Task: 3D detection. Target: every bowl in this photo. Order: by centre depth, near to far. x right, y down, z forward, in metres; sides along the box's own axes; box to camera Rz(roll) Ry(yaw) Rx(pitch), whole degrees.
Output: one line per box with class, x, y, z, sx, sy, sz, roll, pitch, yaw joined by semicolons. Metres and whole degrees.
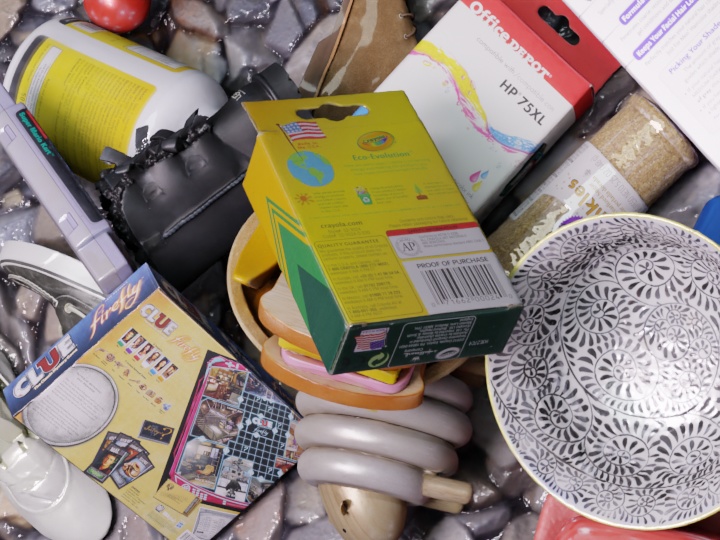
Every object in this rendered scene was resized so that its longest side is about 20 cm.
bowl;0.188;0.057;1.274;0.199;0.094;0.203;5;100;26

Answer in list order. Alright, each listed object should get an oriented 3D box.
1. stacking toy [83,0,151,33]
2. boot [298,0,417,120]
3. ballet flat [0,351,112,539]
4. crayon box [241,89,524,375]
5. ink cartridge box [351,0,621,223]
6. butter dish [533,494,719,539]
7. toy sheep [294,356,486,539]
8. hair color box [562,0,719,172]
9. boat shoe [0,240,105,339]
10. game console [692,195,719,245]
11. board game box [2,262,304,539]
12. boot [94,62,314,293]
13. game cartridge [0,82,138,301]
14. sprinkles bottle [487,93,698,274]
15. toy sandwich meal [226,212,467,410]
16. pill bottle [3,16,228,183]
stacking toy;-0.160;-0.279;1.579;0.085;0.085;0.201;23;80;25
boot;0.018;-0.191;1.509;0.075;0.074;0.202;21;85;5
ballet flat;-0.263;0.130;1.508;0.069;0.069;0.200;-42;64;4
crayon box;0.007;-0.029;1.275;0.126;0.051;0.201;-5;50;-25
ink cartridge box;0.088;-0.123;1.435;0.116;0.067;0.200;43;92;9
butter dish;0.177;0.234;1.260;0.198;0.148;0.202;10;77;23
toy sheep;0.020;0.096;1.377;0.136;0.138;0.202;4;73;22
hair color box;0.235;-0.169;1.378;0.109;0.065;0.200;-45;77;18
boat shoe;-0.202;0.035;1.511;0.199;0.071;0.064;23;82;24
game console;0.301;0.060;1.339;0.198;0.118;0.173;15;110;25
board game box;-0.134;0.102;1.396;0.135;0.200;0.035;-41;39;4
boot;-0.083;-0.034;1.425;0.162;0.073;0.199;-34;108;-7
game cartridge;-0.204;-0.037;1.432;0.038;0.130;0.200;-32;58;-10
sprinkles bottle;0.145;-0.033;1.400;0.200;0.068;0.068;-44;64;3
toy sandwich meal;0.000;0.000;1.324;0.203;0.071;0.207;3;52;-4
pill bottle;-0.170;-0.112;1.521;0.199;0.112;0.113;25;84;26
